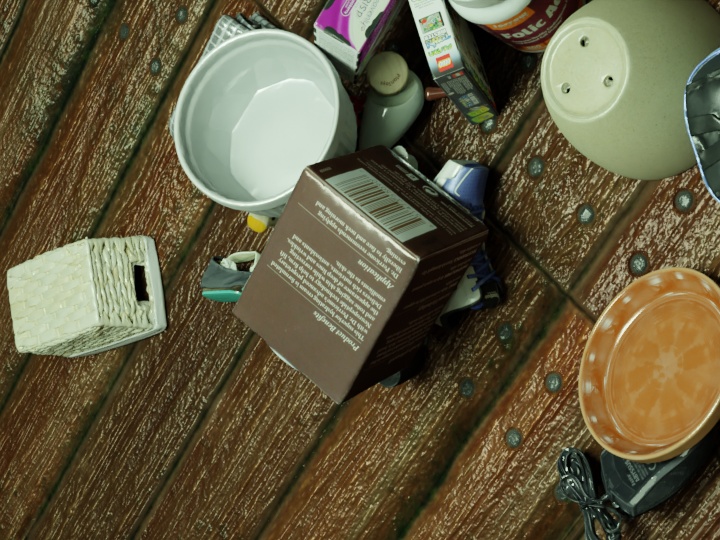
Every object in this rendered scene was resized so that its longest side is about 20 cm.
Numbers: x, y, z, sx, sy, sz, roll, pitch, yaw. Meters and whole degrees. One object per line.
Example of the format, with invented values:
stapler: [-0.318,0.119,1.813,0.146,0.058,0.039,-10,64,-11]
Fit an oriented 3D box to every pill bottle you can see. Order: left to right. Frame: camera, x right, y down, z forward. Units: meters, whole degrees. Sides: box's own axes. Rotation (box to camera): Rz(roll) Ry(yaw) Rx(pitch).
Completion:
pill bottle: [0.152,-0.302,1.545,0.113,0.199,0.116,-3,84,27]

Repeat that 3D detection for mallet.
mallet: [0.022,0.035,1.739,0.041,0.066,0.203,-20,83,32]

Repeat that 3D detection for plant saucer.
plant saucer: [0.304,0.096,1.501,0.199,0.032,0.203,-30,48,40]

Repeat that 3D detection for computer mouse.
computer mouse: [0.296,0.193,1.527,0.200,0.052,0.139,-47,37,25]

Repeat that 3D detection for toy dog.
toy dog: [0.045,-0.150,1.715,0.095,0.132,0.203,10,106,7]

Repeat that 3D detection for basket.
basket: [-0.380,0.038,2.046,0.198,0.123,0.137,-18,78,39]

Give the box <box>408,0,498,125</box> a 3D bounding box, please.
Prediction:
box: [0.100,-0.235,1.602,0.034,0.200,0.111,-19,76,12]

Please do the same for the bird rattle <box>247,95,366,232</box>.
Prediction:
bird rattle: [-0.068,-0.121,1.768,0.112,0.163,0.201,36,128,13]

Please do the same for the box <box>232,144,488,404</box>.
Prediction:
box: [0.000,0.000,1.601,0.165,0.164,0.201,39,119,17]

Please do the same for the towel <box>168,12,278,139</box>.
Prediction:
towel: [-0.144,-0.206,1.875,0.166,0.085,0.201,44,116,30]

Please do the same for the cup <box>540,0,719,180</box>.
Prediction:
cup: [0.261,-0.196,1.504,0.198,0.142,0.203,0,90,40]

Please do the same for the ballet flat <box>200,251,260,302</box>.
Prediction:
ballet flat: [-0.130,0.010,1.874,0.199,0.072,0.074,7,95,48]

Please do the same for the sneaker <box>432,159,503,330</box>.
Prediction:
sneaker: [0.119,-0.017,1.672,0.115,0.080,0.201,32,114,28]

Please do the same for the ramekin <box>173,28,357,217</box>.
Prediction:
ramekin: [-0.097,-0.155,1.647,0.197,0.105,0.203,-5,75,19]

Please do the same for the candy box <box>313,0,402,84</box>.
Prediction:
candy box: [0.007,-0.288,1.617,0.061,0.200,0.137,31,88,-1]

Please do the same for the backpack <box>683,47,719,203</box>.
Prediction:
backpack: [0.414,-0.138,1.374,0.198,0.146,0.186,-18,80,34]
